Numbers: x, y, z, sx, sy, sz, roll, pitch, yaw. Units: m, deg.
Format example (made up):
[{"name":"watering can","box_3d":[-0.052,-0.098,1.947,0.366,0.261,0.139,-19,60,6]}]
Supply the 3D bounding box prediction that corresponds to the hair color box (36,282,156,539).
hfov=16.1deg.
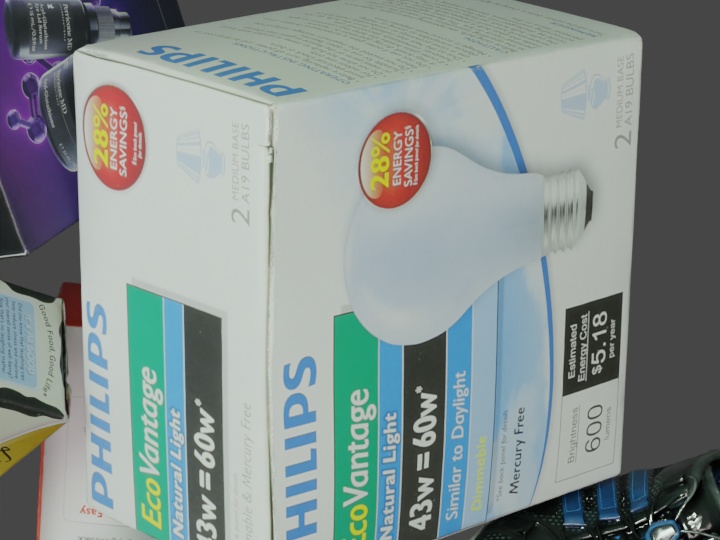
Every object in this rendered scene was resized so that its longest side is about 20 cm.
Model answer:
[{"name":"hair color box","box_3d":[-0.094,0.112,1.145,0.101,0.061,0.202,5,107,-2]}]

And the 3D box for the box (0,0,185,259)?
[{"name":"box","box_3d":[-0.152,-0.121,1.021,0.078,0.141,0.201,-6,111,33]}]

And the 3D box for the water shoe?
[{"name":"water shoe","box_3d":[0.120,0.109,1.071,0.199,0.079,0.072,-19,72,-31]}]

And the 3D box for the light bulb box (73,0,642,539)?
[{"name":"light bulb box","box_3d":[0.000,0.000,1.028,0.199,0.124,0.200,-15,113,-40]}]

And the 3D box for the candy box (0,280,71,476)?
[{"name":"candy box","box_3d":[-0.232,0.041,0.996,0.199,0.061,0.136,18,139,-35]}]
